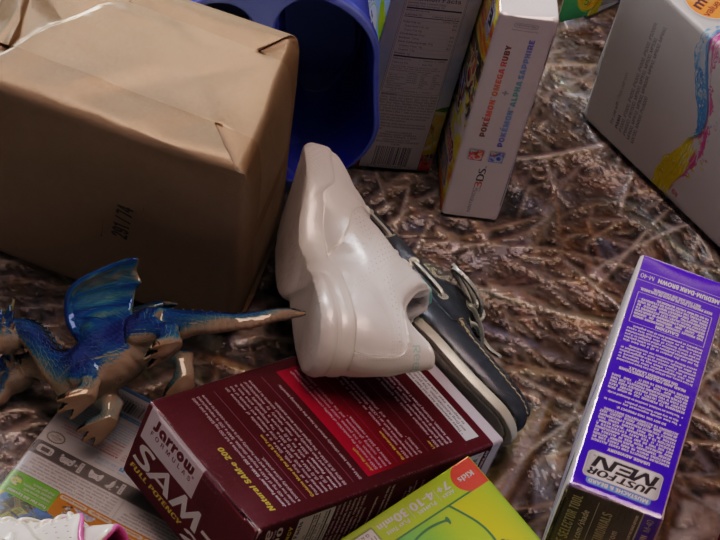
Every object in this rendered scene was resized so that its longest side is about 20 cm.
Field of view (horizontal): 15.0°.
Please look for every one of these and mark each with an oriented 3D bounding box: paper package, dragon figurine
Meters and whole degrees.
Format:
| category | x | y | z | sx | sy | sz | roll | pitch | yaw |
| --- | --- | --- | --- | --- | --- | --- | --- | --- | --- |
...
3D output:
| category | x | y | z | sx | sy | sz | roll | pitch | yaw |
| --- | --- | --- | --- | --- | --- | --- | --- | --- | --- |
| paper package | -0.141 | -0.075 | 1.653 | 0.190 | 0.200 | 0.104 | 19 | 60 | 4 |
| dragon figurine | -0.138 | 0.034 | 1.595 | 0.199 | 0.059 | 0.100 | -29 | 49 | 7 |

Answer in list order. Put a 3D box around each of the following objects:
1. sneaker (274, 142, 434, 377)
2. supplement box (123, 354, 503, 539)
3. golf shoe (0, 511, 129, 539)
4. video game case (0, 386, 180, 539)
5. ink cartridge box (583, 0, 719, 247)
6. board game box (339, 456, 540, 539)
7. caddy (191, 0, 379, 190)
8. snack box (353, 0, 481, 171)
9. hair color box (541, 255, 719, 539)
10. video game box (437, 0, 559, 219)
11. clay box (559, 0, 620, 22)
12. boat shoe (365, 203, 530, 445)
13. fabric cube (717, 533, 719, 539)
| category | x | y | z | sx | sy | sz | roll | pitch | yaw |
| --- | --- | --- | --- | --- | --- | --- | --- | --- | --- |
| sneaker | 0.000 | 0.000 | 1.651 | 0.088 | 0.076 | 0.201 | 8 | 37 | -15 |
| supplement box | -0.026 | 0.108 | 1.593 | 0.199 | 0.061 | 0.109 | -15 | 52 | -42 |
| golf shoe | -0.168 | 0.163 | 1.458 | 0.200 | 0.075 | 0.092 | 33 | 82 | 40 |
| video game case | -0.144 | 0.155 | 1.571 | 0.143 | 0.018 | 0.200 | 26 | 46 | 10 |
| ink cartridge box | 0.277 | -0.119 | 1.853 | 0.145 | 0.145 | 0.200 | -25 | 57 | -32 |
| board game box | 0.081 | 0.210 | 1.541 | 0.101 | 0.048 | 0.200 | -31 | 60 | -19 |
| caddy | -0.059 | -0.129 | 1.716 | 0.140 | 0.201 | 0.105 | -4 | 54 | -2 |
| snack box | 0.029 | -0.195 | 1.820 | 0.067 | 0.201 | 0.169 | 2 | 47 | -12 |
| hair color box | 0.161 | 0.100 | 1.639 | 0.064 | 0.110 | 0.200 | 21 | 46 | 5 |
| video game box | 0.086 | -0.168 | 1.823 | 0.046 | 0.183 | 0.201 | 5 | 46 | -7 |
| clay box | 0.215 | -0.262 | 1.994 | 0.199 | 0.115 | 0.048 | -25 | 57 | -34 |
| boat shoe | 0.043 | 0.030 | 1.703 | 0.062 | 0.075 | 0.200 | -32 | 52 | -24 |
| fabric cube | 0.329 | 0.183 | 1.545 | 0.198 | 0.197 | 0.201 | 7 | 46 | -9 |
